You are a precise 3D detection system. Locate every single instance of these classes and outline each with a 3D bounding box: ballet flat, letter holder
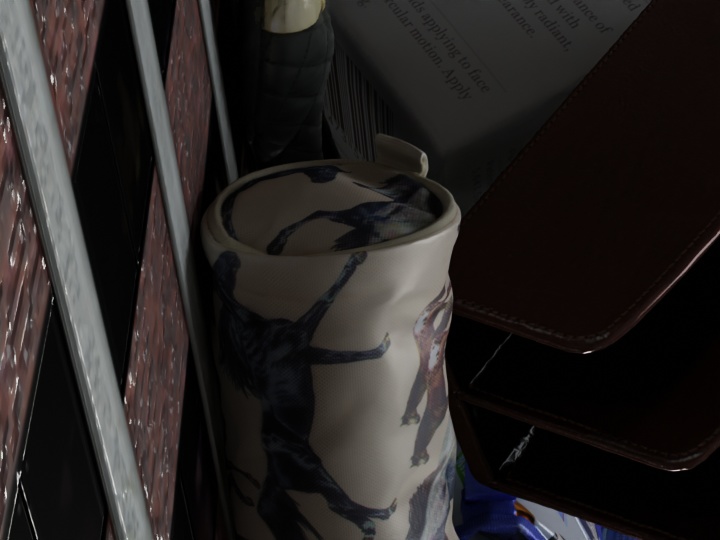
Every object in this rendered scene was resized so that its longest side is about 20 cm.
[{"bbox_3d":[-0.016,-0.058,0.693,0.200,0.057,0.067,83,3,-53],"label":"ballet flat"},{"bbox_3d":[0.137,-0.007,0.625,0.200,0.142,0.101,-48,136,-29],"label":"letter holder"}]

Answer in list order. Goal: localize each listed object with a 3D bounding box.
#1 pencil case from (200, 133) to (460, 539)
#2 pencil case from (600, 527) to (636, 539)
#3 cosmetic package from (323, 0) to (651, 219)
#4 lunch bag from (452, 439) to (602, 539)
[{"bbox_3d":[-0.001,0.063,0.567,0.089,0.078,0.201,-32,123,-53],"label":"pencil case"},{"bbox_3d":[0.126,0.149,0.852,0.087,0.078,0.201,-23,129,-55],"label":"pencil case"},{"bbox_3d":[0.081,-0.097,0.808,0.165,0.199,0.165,55,-16,32],"label":"cosmetic package"},{"bbox_3d":[0.046,0.147,0.745,0.170,0.123,0.201,-87,-177,-68],"label":"lunch bag"}]
